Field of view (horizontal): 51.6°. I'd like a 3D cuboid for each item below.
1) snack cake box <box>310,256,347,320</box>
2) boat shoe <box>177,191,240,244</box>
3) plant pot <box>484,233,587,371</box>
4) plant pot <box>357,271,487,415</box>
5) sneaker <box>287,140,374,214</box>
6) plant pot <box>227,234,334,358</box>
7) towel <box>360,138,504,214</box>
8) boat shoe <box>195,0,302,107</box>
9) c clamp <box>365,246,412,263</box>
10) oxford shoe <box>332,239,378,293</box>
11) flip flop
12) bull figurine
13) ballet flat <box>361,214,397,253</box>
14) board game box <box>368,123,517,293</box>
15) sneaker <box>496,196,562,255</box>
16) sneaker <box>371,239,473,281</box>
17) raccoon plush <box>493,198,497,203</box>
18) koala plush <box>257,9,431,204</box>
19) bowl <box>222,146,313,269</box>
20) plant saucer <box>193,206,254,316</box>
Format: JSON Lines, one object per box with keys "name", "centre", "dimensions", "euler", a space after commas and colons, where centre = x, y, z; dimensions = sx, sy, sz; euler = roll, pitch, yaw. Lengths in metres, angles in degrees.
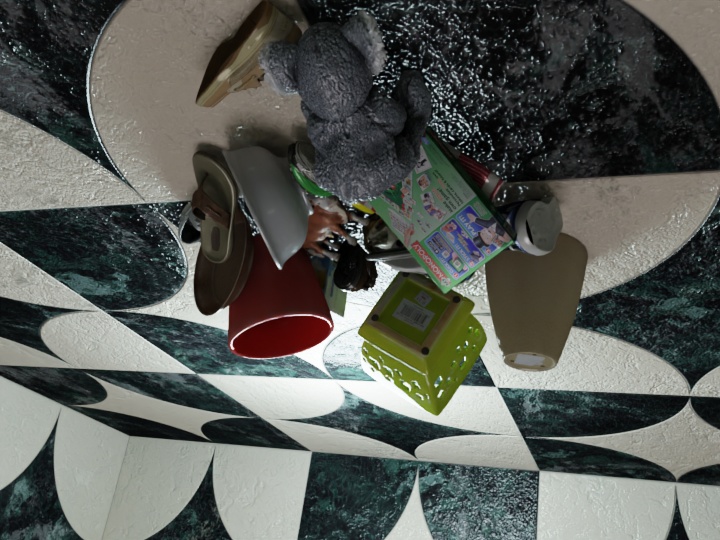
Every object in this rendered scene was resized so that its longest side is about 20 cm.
{"name": "snack cake box", "centre": [-0.115, 0.046, 1.512], "dimensions": [0.197, 0.118, 0.067], "euler": [-15, 149, 40]}
{"name": "boat shoe", "centre": [-0.271, -0.099, 1.315], "dimensions": [0.069, 0.073, 0.200], "euler": [22, 151, -24]}
{"name": "plant pot", "centre": [0.298, 0.063, 1.295], "dimensions": [0.182, 0.205, 0.188], "euler": [8, 155, 4]}
{"name": "plant pot", "centre": [0.115, 0.125, 1.446], "dimensions": [0.197, 0.200, 0.183], "euler": [28, 157, 27]}
{"name": "sneaker", "centre": [-0.022, -0.154, 1.125], "dimensions": [0.196, 0.080, 0.085], "euler": [15, 149, -33]}
{"name": "plant pot", "centre": [-0.158, 0.042, 1.371], "dimensions": [0.195, 0.181, 0.201], "euler": [-11, 155, -5]}
{"name": "towel", "centre": [0.086, -0.121, 1.049], "dimensions": [0.197, 0.023, 0.146], "euler": [31, 123, 6]}
{"name": "boat shoe", "centre": [-0.147, -0.256, 0.943], "dimensions": [0.064, 0.073, 0.198], "euler": [25, 150, -29]}
{"name": "c clamp", "centre": [0.095, -0.032, 1.205], "dimensions": [0.195, 0.028, 0.170], "euler": [-8, -175, -16]}
{"name": "oxford shoe", "centre": [0.000, 0.000, 1.304], "dimensions": [0.084, 0.201, 0.073], "euler": [40, 104, -11]}
{"name": "flip flop", "centre": [-0.247, -0.097, 1.222], "dimensions": [0.080, 0.058, 0.204], "euler": [20, 125, 20]}
{"name": "bull figurine", "centre": [-0.060, -0.083, 1.271], "dimensions": [0.120, 0.066, 0.199], "euler": [33, 152, -15]}
{"name": "ballet flat", "centre": [0.057, -0.080, 1.243], "dimensions": [0.069, 0.072, 0.200], "euler": [18, 153, -19]}
{"name": "board game box", "centre": [0.103, -0.083, 1.029], "dimensions": [0.134, 0.029, 0.201], "euler": [-37, 96, 32]}
{"name": "sneaker", "centre": [0.217, -0.057, 1.126], "dimensions": [0.144, 0.082, 0.199], "euler": [-14, -172, 29]}
{"name": "sneaker", "centre": [0.117, -0.010, 1.360], "dimensions": [0.195, 0.075, 0.112], "euler": [5, 156, 9]}
{"name": "raccoon plush", "centre": [0.113, -0.105, 1.145], "dimensions": [0.132, 0.099, 0.200], "euler": [26, 150, -16]}
{"name": "koala plush", "centre": [-0.017, -0.207, 0.891], "dimensions": [0.173, 0.187, 0.202], "euler": [-7, 139, 17]}
{"name": "bowl", "centre": [-0.131, -0.112, 1.152], "dimensions": [0.089, 0.204, 0.202], "euler": [-25, 153, -4]}
{"name": "plant saucer", "centre": [-0.240, -0.017, 1.331], "dimensions": [0.036, 0.206, 0.199], "euler": [15, 157, -34]}
